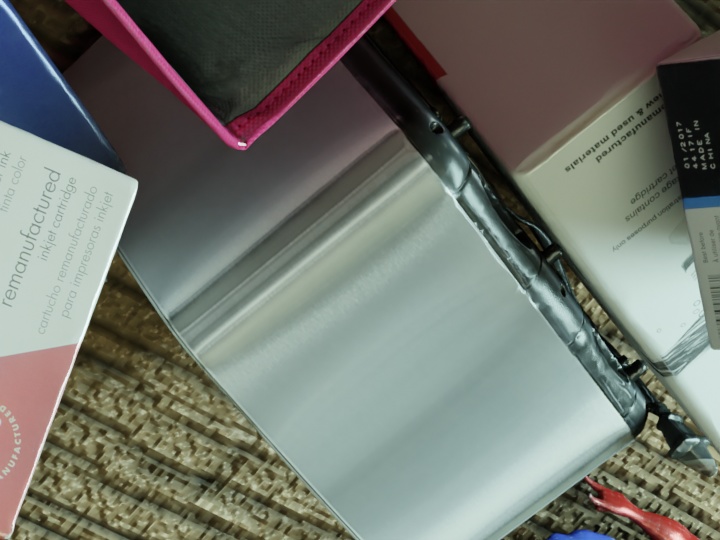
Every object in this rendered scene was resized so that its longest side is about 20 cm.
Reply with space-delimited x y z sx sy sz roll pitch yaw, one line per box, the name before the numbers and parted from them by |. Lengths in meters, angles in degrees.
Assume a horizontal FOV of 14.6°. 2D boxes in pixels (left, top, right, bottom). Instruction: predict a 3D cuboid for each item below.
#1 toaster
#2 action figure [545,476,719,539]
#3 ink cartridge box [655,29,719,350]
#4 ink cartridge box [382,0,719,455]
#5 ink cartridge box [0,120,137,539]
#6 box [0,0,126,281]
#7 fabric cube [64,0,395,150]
toaster | 0.000 0.000 0.988 0.119 0.200 0.181 -40 131 1
action figure | 0.104 0.131 1.231 0.200 0.052 0.066 9 125 -35
ink cartridge box | 0.169 -0.049 0.970 0.200 0.039 0.100 -26 107 -52
ink cartridge box | 0.104 -0.035 1.044 0.084 0.144 0.200 -37 131 2
ink cartridge box | -0.181 -0.009 0.818 0.200 0.067 0.117 23 79 -20
box | -0.142 -0.092 0.904 0.032 0.121 0.200 -39 132 -8
fabric cube | -0.059 -0.194 0.762 0.200 0.199 0.196 -45 150 -3
